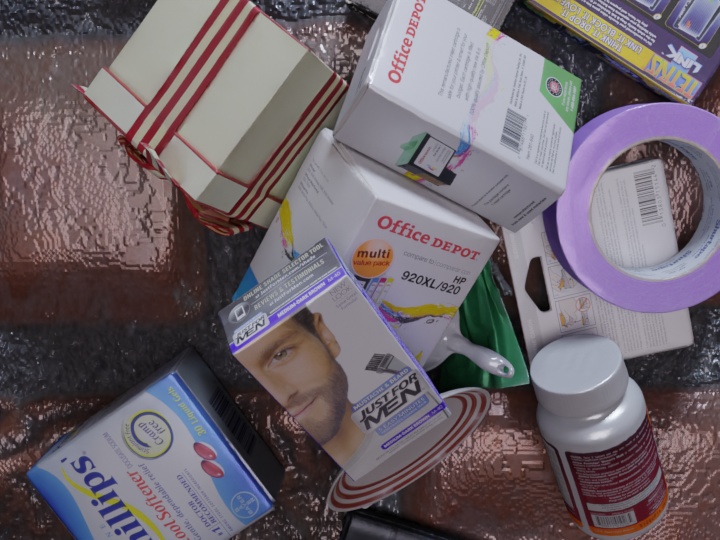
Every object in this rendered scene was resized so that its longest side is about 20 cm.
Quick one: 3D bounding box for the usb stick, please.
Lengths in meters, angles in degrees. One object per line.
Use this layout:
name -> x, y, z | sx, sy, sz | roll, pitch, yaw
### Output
usb stick -> 0.073, 0.319, 0.975 | 0.199, 0.033, 0.056 | 18, 99, -2

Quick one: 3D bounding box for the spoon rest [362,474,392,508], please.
spoon rest -> -0.009, 0.159, 0.929 | 0.060, 0.099, 0.201 | -24, 114, -15

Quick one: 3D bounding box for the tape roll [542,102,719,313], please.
tape roll -> 0.284, -0.062, 0.843 | 0.199, 0.066, 0.201 | 0, 100, -1

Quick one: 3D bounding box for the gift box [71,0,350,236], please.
gift box -> -0.137, -0.156, 0.799 | 0.184, 0.200, 0.187 | 42, 99, 24

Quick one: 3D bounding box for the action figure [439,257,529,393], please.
action figure -> 0.116, 0.023, 0.901 | 0.118, 0.055, 0.201 | -14, 85, 41

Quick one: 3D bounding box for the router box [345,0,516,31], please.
router box -> 0.095, -0.317, 0.847 | 0.149, 0.062, 0.201 | 28, 100, -4

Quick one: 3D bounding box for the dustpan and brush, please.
dustpan and brush -> 0.072, 0.063, 0.884 | 0.057, 0.200, 0.140 | 11, 103, -41

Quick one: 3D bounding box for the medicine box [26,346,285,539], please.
medicine box -> -0.216, 0.219, 0.931 | 0.200, 0.103, 0.182 | -35, 97, 6

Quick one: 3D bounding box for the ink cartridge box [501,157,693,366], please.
ink cartridge box -> 0.245, -0.002, 0.908 | 0.175, 0.045, 0.201 | -13, 99, 3

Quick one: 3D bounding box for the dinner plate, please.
dinner plate -> 0.047, 0.179, 0.880 | 0.200, 0.200, 0.024 | -41, 60, 8

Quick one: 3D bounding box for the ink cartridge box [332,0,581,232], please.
ink cartridge box -> 0.091, -0.149, 0.781 | 0.199, 0.084, 0.145 | 26, 56, -14

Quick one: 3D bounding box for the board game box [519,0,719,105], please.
board game box -> 0.287, -0.285, 0.851 | 0.200, 0.057, 0.166 | 32, 101, -3

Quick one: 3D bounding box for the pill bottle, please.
pill bottle -> 0.243, 0.171, 0.879 | 0.109, 0.110, 0.201 | -20, 117, 5

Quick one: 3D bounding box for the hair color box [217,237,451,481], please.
hair color box -> -0.017, 0.081, 0.722 | 0.109, 0.065, 0.200 | -35, 127, 2

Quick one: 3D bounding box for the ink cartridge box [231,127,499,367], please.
ink cartridge box -> 0.000, 0.000, 0.808 | 0.147, 0.145, 0.201 | 16, 113, -32
